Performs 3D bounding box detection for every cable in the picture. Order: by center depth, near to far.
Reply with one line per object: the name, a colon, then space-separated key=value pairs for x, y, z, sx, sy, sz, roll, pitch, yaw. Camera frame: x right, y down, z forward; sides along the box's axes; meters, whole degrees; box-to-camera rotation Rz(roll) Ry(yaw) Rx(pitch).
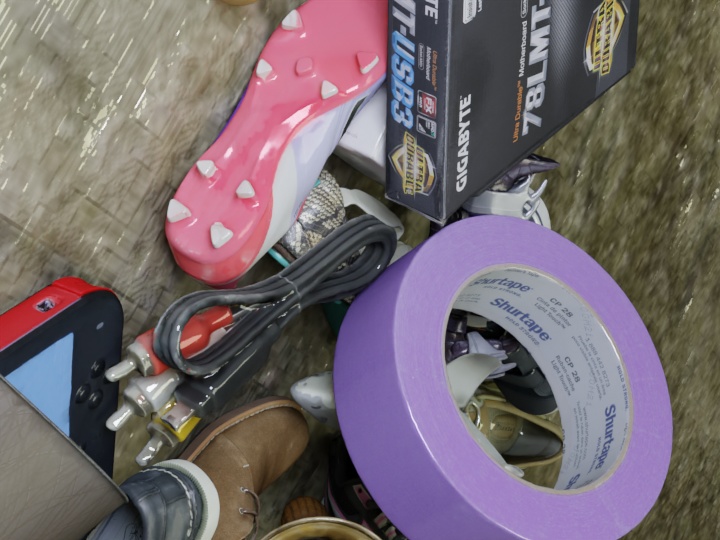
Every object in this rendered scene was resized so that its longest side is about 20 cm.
cable: x=-0.060 y=0.017 z=1.108 sx=0.200 sy=0.050 sz=0.097 roll=-45 pitch=144 yaw=-30

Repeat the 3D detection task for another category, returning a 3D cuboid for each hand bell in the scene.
hand bell: x=-0.029 y=0.175 z=1.264 sx=0.200 sy=0.104 sz=0.105 roll=-111 pitch=-137 yaw=-80

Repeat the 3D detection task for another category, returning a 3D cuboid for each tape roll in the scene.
tape roll: x=0.084 y=0.072 z=1.179 sx=0.200 sy=0.201 sz=0.066 roll=-37 pitch=-178 yaw=-41

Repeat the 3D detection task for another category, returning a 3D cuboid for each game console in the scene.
game console: x=-0.193 y=0.109 z=1.031 sx=0.200 sy=0.031 sz=0.178 roll=-36 pitch=141 yaw=-42

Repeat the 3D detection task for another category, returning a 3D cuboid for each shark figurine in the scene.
shark figurine: x=0.057 y=0.141 z=1.234 sx=0.128 sy=0.215 sz=0.090 roll=-26 pitch=163 yaw=-34

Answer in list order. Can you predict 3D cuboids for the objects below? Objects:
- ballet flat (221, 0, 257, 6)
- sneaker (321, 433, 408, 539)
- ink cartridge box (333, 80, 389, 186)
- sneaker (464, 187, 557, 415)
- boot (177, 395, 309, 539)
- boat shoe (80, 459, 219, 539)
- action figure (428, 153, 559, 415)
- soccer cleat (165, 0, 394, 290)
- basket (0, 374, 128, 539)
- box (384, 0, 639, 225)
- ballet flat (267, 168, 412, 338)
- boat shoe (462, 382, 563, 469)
ballet flat: x=-0.054 y=-0.193 z=0.982 sx=0.069 sy=0.063 sz=0.200 roll=-50 pitch=150 yaw=-24
sneaker: x=0.022 y=0.167 z=1.313 sx=0.080 sy=0.200 sz=0.087 roll=-18 pitch=119 yaw=-25
ink cartridge box: x=0.050 y=-0.148 z=1.198 sx=0.201 sy=0.067 sz=0.117 roll=-62 pitch=152 yaw=-2
sneaker: x=0.097 y=0.037 z=1.430 sx=0.079 sy=0.078 sz=0.201 roll=-49 pitch=138 yaw=-37
boot: x=-0.082 y=0.142 z=1.207 sx=0.200 sy=0.075 sz=0.074 roll=-35 pitch=139 yaw=-45
boat shoe: x=-0.150 y=0.188 z=1.099 sx=0.200 sy=0.075 sz=0.066 roll=-52 pitch=160 yaw=17
action figure: x=0.059 y=0.015 z=1.308 sx=0.069 sy=0.130 sz=0.201 roll=5 pitch=106 yaw=-35
soccer cleat: x=-0.036 y=-0.077 z=1.120 sx=0.200 sy=0.067 sz=0.077 roll=-55 pitch=164 yaw=-14
basket: x=-0.227 y=0.113 z=0.853 sx=0.200 sy=0.180 sz=0.136 roll=-50 pitch=-169 yaw=-12
box: x=0.089 y=-0.157 z=1.137 sx=0.198 sy=0.050 sz=0.201 roll=-40 pitch=143 yaw=-39
ballet flat: x=0.000 y=0.000 z=1.231 sx=0.075 sy=0.068 sz=0.200 roll=-44 pitch=148 yaw=-5
boat shoe: x=0.087 y=0.121 z=1.497 sx=0.200 sy=0.063 sz=0.074 roll=11 pitch=104 yaw=-62
